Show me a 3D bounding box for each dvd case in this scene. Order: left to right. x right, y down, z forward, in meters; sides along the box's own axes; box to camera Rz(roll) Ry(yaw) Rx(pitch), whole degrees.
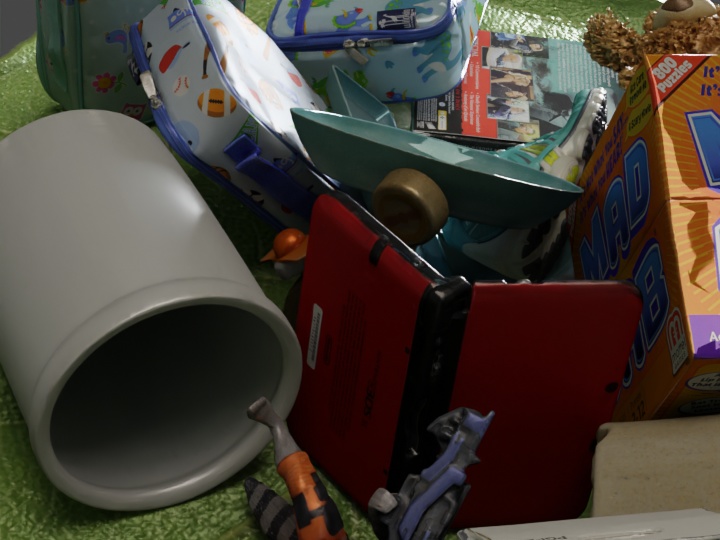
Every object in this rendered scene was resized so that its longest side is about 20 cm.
[{"bbox_3d":[0.139,-0.137,1.502,0.198,0.022,0.147,5,42,-2],"label":"dvd case"}]

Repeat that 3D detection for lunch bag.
[{"bbox_3d":[-0.166,-0.204,1.394,0.160,0.201,0.077,-21,48,-26],"label":"lunch bag"},{"bbox_3d":[-0.077,-0.100,1.312,0.075,0.200,0.161,-37,46,16],"label":"lunch bag"},{"bbox_3d":[0.013,-0.211,1.502,0.160,0.083,0.201,-1,39,18],"label":"lunch bag"}]

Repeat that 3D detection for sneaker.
[{"bbox_3d":[0.125,-0.073,1.355,0.079,0.078,0.200,17,42,22],"label":"sneaker"}]

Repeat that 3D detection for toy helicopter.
[{"bbox_3d":[0.000,0.000,1.196,0.132,0.200,0.079,38,50,9],"label":"toy helicopter"}]

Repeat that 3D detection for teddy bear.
[{"bbox_3d":[0.229,-0.158,1.283,0.144,0.067,0.199,17,17,31],"label":"teddy bear"}]

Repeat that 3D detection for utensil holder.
[{"bbox_3d":[-0.152,0.021,1.179,0.169,0.171,0.200,-14,44,-23],"label":"utensil holder"}]

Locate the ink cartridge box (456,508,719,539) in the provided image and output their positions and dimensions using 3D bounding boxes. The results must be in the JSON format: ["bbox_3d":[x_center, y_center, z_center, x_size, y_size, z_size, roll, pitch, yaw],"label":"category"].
[{"bbox_3d":[0.129,0.229,0.966,0.144,0.202,0.085,-3,6,-13],"label":"ink cartridge box"}]

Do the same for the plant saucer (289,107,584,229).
[{"bbox_3d":[0.045,-0.063,1.233,0.199,0.036,0.200,16,8,-2],"label":"plant saucer"}]

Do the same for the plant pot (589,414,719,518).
[{"bbox_3d":[0.224,0.158,1.088,0.182,0.201,0.201,2,41,10],"label":"plant pot"}]

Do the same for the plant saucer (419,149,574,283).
[{"bbox_3d":[0.081,-0.028,1.370,0.198,0.028,0.201,4,43,-4],"label":"plant saucer"}]

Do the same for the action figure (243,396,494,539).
[{"bbox_3d":[0.004,0.155,1.094,0.193,0.105,0.201,35,86,18],"label":"action figure"}]

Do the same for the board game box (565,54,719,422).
[{"bbox_3d":[0.259,0.001,1.195,0.198,0.200,0.201,0,65,-10],"label":"board game box"}]

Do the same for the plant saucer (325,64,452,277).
[{"bbox_3d":[0.018,-0.064,1.342,0.070,0.019,0.201,35,24,-39],"label":"plant saucer"}]

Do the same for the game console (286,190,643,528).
[{"bbox_3d":[0.055,0.055,1.146,0.118,0.201,0.172,-23,49,-33],"label":"game console"}]
